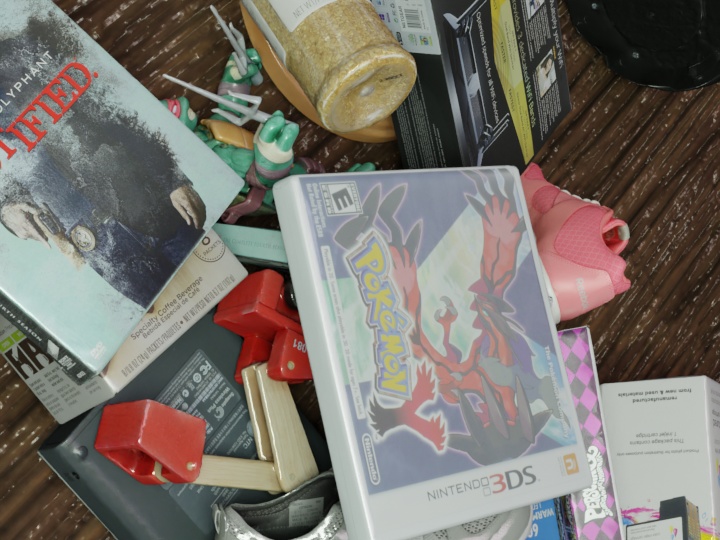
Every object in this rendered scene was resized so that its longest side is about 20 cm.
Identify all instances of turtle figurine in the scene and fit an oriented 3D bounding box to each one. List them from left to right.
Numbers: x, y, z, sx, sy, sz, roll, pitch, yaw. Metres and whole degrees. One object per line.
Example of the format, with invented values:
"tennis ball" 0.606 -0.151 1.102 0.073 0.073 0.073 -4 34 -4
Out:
"turtle figurine" -0.064 -0.077 0.890 0.200 0.101 0.150 28 23 -34

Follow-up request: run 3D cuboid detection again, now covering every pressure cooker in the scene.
"pressure cooker" 0.280 -0.262 1.169 0.179 0.176 0.200 42 51 7

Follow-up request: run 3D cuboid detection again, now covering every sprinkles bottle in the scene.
"sprinkles bottle" -0.042 -0.176 0.888 0.068 0.068 0.200 -8 55 -41

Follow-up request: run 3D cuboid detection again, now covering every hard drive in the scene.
"hard drive" -0.081 0.130 0.866 0.200 0.033 0.140 52 52 -18

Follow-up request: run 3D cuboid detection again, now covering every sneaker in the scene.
"sneaker" 0.009 0.146 0.817 0.200 0.075 0.082 -14 115 -19
"sneaker" 0.145 -0.021 1.014 0.200 0.087 0.074 -89 162 -61

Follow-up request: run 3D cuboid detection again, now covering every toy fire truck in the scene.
"toy fire truck" -0.048 0.079 0.852 0.200 0.049 0.141 29 63 -33

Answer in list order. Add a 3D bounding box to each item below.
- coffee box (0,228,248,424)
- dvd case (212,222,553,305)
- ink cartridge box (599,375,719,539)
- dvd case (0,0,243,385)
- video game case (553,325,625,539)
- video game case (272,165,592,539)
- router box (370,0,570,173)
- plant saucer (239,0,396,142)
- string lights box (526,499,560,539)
"coffee box" -0.173 -0.034 0.776 0.200 0.080 0.113 51 53 -8
"dvd case" 0.000 0.000 0.893 0.200 0.146 0.022 15 86 -38
"ink cartridge box" 0.237 0.187 1.059 0.145 0.084 0.201 23 63 -61
"dvd case" -0.169 -0.062 0.715 0.200 0.022 0.146 43 54 -12
"video game case" 0.141 0.143 0.970 0.036 0.181 0.201 -9 85 -1
"video game case" 0.046 0.041 0.808 0.182 0.023 0.201 -6 80 -42
"router box" 0.077 -0.155 0.977 0.157 0.052 0.200 -49 137 -39
"plant saucer" 0.004 -0.191 1.009 0.200 0.037 0.201 11 73 -38
"string lights box" 0.070 0.138 0.946 0.059 0.103 0.201 -4 82 -42
